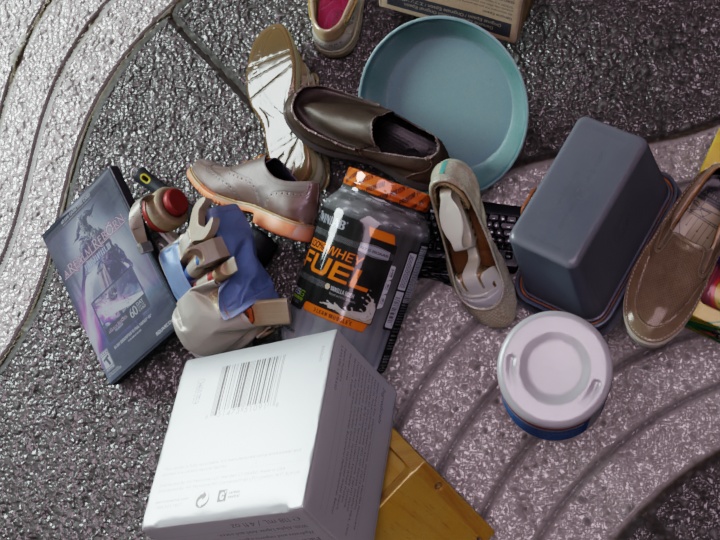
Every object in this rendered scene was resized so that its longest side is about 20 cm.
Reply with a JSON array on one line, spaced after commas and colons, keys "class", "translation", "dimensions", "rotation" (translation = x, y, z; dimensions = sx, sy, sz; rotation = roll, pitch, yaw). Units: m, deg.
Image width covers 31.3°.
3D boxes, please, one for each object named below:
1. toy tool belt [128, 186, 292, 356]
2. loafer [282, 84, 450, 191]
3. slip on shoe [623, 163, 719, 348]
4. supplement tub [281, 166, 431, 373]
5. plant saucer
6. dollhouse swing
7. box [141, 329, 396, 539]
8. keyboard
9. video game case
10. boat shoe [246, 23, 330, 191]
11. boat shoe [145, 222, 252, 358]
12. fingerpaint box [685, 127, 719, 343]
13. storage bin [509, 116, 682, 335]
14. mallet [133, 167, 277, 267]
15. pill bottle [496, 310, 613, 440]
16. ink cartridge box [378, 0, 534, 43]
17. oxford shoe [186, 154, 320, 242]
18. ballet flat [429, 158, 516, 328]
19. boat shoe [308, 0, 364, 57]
[{"class": "toy tool belt", "translation": [-0.147, -0.016, 1.361], "dimensions": [0.122, 0.124, 0.202], "rotation": [-30, 82, 38]}, {"class": "loafer", "translation": [0.010, -0.157, 1.395], "dimensions": [0.198, 0.071, 0.074], "rotation": [21, 67, 7]}, {"class": "slip on shoe", "translation": [0.327, -0.018, 1.300], "dimensions": [0.076, 0.061, 0.201], "rotation": [32, 85, 17]}, {"class": "supplement tub", "translation": [0.000, 0.000, 1.369], "dimensions": [0.121, 0.122, 0.202], "rotation": [19, 94, 12]}, {"class": "plant saucer", "translation": [0.094, -0.181, 1.421], "dimensions": [0.198, 0.036, 0.203], "rotation": [8, 110, 22]}, {"class": "dollhouse swing", "translation": [-0.006, 0.268, 1.374], "dimensions": [0.200, 0.176, 0.182], "rotation": [-46, 117, -4]}, {"class": "box", "translation": [-0.087, 0.189, 1.290], "dimensions": [0.197, 0.131, 0.202], "rotation": [-13, 49, 30]}, {"class": "keyboard", "translation": [0.085, -0.035, 1.426], "dimensions": [0.197, 0.040, 0.106], "rotation": [6, 78, 10]}, {"class": "video game case", "translation": [-0.276, 0.006, 1.445], "dimensions": [0.143, 0.019, 0.201], "rotation": [-38, 73, 32]}, {"class": "boat shoe", "translation": [-0.080, -0.185, 1.479], "dimensions": [0.073, 0.062, 0.203], "rotation": [-19, 71, 30]}, {"class": "boat shoe", "translation": [-0.193, 0.031, 1.435], "dimensions": [0.071, 0.069, 0.201], "rotation": [-37, 76, -3]}, {"class": "fingerpaint box", "translation": [0.413, -0.023, 1.356], "dimensions": [0.165, 0.073, 0.202], "rotation": [25, 82, 14]}, {"class": "storage bin", "translation": [0.231, -0.059, 1.343], "dimensions": [0.145, 0.134, 0.201], "rotation": [26, 76, 29]}, {"class": "mallet", "translation": [-0.189, -0.049, 1.474], "dimensions": [0.199, 0.041, 0.066], "rotation": [28, 85, 18]}, {"class": "pill bottle", "translation": [0.194, 0.112, 1.293], "dimensions": [0.111, 0.200, 0.114], "rotation": [-2, 77, 7]}, {"class": "ink cartridge box", "translation": [0.128, -0.358, 1.433], "dimensions": [0.163, 0.076, 0.201], "rotation": [17, 52, 12]}, {"class": "oxford shoe", "translation": [-0.115, -0.096, 1.427], "dimensions": [0.199, 0.071, 0.074], "rotation": [26, 102, 36]}, {"class": "ballet flat", "translation": [0.112, -0.018, 1.360], "dimensions": [0.067, 0.062, 0.202], "rotation": [-14, 109, 23]}, {"class": "boat shoe", "translation": [-0.022, -0.353, 1.496], "dimensions": [0.073, 0.069, 0.203], "rotation": [2, 78, 9]}]
